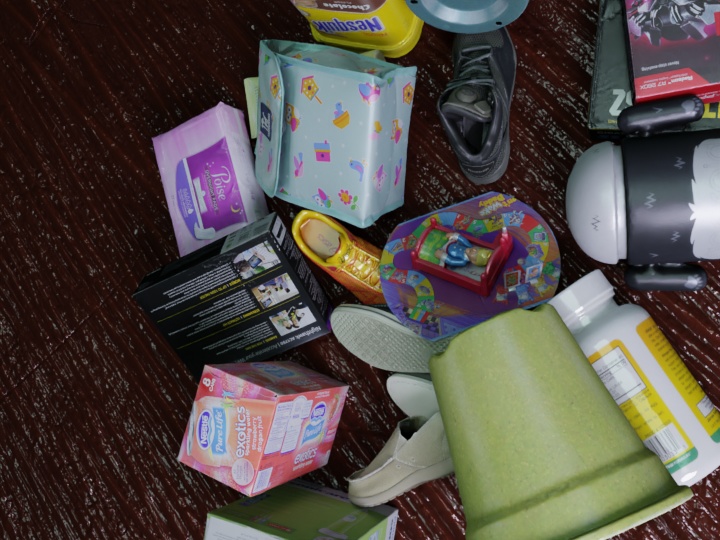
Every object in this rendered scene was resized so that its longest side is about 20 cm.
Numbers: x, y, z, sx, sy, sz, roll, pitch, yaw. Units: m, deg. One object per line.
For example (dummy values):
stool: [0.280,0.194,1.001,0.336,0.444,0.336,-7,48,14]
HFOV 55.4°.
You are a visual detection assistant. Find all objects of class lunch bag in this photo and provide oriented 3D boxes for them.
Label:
lunch bag: [-0.046,-0.164,0.790,0.196,0.121,0.175,20,121,26]

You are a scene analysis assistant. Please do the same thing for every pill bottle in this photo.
pill bottle: [0.257,0.107,0.671,0.112,0.112,0.203,-36,74,13]

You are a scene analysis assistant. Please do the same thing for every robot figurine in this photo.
robot figurine: [0.301,-0.071,0.669,0.194,0.125,0.155,-3,66,20]

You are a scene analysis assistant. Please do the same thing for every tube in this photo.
tube: [-0.060,-0.225,0.862,0.194,0.052,0.059,-8,47,24]

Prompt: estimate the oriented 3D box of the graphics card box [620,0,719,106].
graphics card box: [0.319,-0.266,0.669,0.122,0.051,0.207,-6,81,20]

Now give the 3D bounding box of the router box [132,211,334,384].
router box: [-0.150,0.039,0.824,0.195,0.052,0.151,-22,116,17]

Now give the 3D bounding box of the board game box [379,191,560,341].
board game box: [0.112,-0.021,0.730,0.194,0.039,0.161,-18,54,1]

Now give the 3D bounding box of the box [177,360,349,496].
box: [-0.097,0.162,0.754,0.092,0.199,0.106,18,91,20]

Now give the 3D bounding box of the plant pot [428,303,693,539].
plant pot: [0.149,0.141,0.599,0.197,0.200,0.188,-28,67,15]

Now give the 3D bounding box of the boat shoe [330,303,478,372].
boat shoe: [0.059,0.068,0.757,0.194,0.062,0.077,6,123,24]

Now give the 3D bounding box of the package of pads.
package of pads: [-0.186,-0.099,0.880,0.118,0.075,0.206,-21,78,19]

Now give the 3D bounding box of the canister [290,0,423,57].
canister: [-0.021,-0.326,0.773,0.145,0.199,0.089,16,89,21]

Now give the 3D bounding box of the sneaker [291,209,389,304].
sneaker: [0.000,0.000,0.796,0.196,0.077,0.074,30,94,10]

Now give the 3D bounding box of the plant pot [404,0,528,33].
plant pot: [0.116,-0.366,0.712,0.194,0.200,0.194,4,77,21]

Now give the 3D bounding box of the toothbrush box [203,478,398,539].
toothbrush box: [-0.058,0.295,0.726,0.141,0.199,0.089,9,88,20]

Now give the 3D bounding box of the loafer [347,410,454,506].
loafer: [0.055,0.197,0.742,0.198,0.075,0.070,-35,73,34]

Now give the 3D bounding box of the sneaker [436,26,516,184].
sneaker: [0.129,-0.209,0.753,0.074,0.114,0.206,1,83,18]

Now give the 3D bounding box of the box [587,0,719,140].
box: [0.342,-0.217,0.707,0.194,0.049,0.165,7,89,21]

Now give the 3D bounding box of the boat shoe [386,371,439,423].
boat shoe: [0.123,0.144,0.747,0.197,0.061,0.074,15,135,28]
